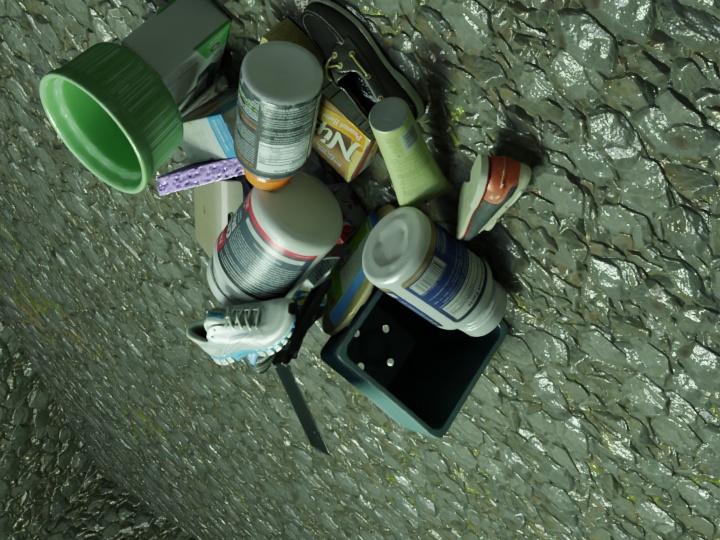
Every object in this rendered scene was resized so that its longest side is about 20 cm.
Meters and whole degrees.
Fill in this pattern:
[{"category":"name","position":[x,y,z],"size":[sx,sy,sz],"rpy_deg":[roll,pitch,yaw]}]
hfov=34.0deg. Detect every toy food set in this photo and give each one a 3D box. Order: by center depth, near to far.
[{"category":"toy food set","position":[-0.221,-0.100,1.878],"size":[0.200,0.059,0.146],"rpy_deg":[-137,45,-60]}]

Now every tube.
[{"category":"tube","position":[0.059,-0.136,1.455],"size":[0.057,0.053,0.201],"rpy_deg":[8,155,23]}]

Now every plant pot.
[{"category":"plant pot","position":[0.055,0.107,1.702],"size":[0.195,0.198,0.200],"rpy_deg":[39,162,-13]}]

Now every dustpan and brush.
[{"category":"dustpan and brush","position":[-0.029,-0.012,1.799],"size":[0.138,0.058,0.200],"rpy_deg":[19,133,-37]}]

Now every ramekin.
[{"category":"ramekin","position":[-0.336,-0.215,1.619],"size":[0.199,0.098,0.201],"rpy_deg":[32,151,20]}]

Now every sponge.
[{"category":"sponge","position":[-0.189,-0.152,1.711],"size":[0.197,0.111,0.030],"rpy_deg":[-11,101,25]}]

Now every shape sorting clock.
[{"category":"shape sorting clock","position":[0.000,0.000,1.648],"size":[0.039,0.202,0.200],"rpy_deg":[31,157,-15]}]

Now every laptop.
[{"category":"laptop","position":[-0.056,0.133,1.635],"size":[0.115,0.202,0.187],"rpy_deg":[30,171,-7]}]

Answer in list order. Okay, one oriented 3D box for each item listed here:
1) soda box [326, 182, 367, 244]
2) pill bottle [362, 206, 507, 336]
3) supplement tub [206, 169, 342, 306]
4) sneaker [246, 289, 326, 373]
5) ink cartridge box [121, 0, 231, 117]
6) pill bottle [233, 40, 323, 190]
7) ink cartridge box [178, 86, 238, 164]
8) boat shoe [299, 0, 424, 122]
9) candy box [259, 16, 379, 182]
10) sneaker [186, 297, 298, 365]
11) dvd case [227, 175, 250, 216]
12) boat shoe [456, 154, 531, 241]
[{"category":"soda box","position":[-0.077,-0.083,1.790],"size":[0.199,0.063,0.070],"rpy_deg":[-2,127,56]},{"category":"pill bottle","position":[0.104,0.009,1.546],"size":[0.199,0.112,0.110],"rpy_deg":[33,165,-38]},{"category":"supplement tub","position":[-0.125,-0.037,1.671],"size":[0.140,0.140,0.200],"rpy_deg":[44,133,2]},{"category":"sneaker","position":[-0.114,0.090,1.786],"size":[0.070,0.199,0.084],"rpy_deg":[17,123,25]},{"category":"ink cartridge box","position":[-0.272,-0.289,1.697],"size":[0.084,0.146,0.200],"rpy_deg":[41,154,5]},{"category":"pill bottle","position":[-0.110,-0.190,1.516],"size":[0.106,0.106,0.201],"rpy_deg":[38,149,14]},{"category":"ink cartridge box","position":[-0.196,-0.215,1.714],"size":[0.199,0.115,0.069],"rpy_deg":[0,122,55]},{"category":"boat shoe","position":[-0.007,-0.250,1.457],"size":[0.201,0.061,0.072],"rpy_deg":[47,152,-1]},{"category":"candy box","position":[-0.056,-0.225,1.568],"size":[0.200,0.055,0.116],"rpy_deg":[44,153,5]},{"category":"sneaker","position":[-0.171,0.078,1.649],"size":[0.198,0.076,0.086],"rpy_deg":[-24,138,39]},{"category":"dvd case","position":[-0.184,-0.094,1.870],"size":[0.143,0.017,0.202],"rpy_deg":[97,154,-57]},{"category":"boat shoe","position":[0.157,-0.086,1.445],"size":[0.061,0.072,0.200],"rpy_deg":[4,160,-5]}]
